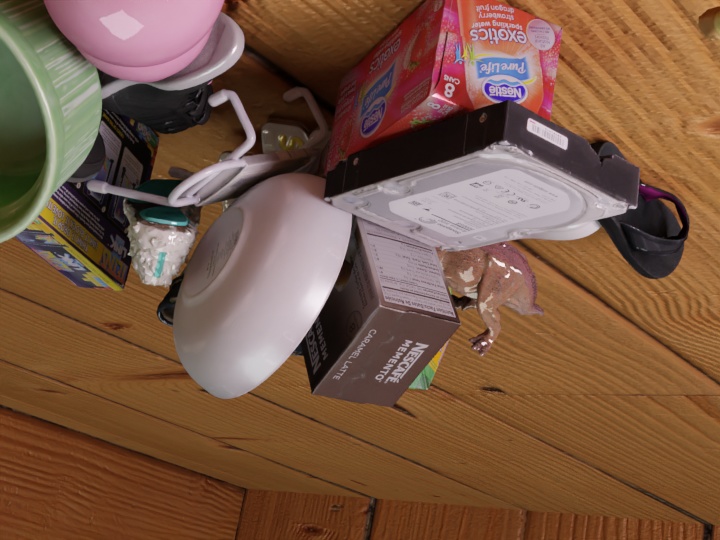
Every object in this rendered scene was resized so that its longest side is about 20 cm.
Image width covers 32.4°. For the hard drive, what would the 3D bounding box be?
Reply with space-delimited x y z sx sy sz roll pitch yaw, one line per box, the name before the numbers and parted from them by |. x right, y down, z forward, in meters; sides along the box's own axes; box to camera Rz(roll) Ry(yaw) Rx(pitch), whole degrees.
hard drive | 0.085 -0.062 0.918 0.139 0.038 0.200 21 160 -35

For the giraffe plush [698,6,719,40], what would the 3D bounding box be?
giraffe plush | 0.233 -0.203 0.559 0.162 0.201 0.173 -13 168 -23

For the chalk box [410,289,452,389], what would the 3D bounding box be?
chalk box | 0.015 0.005 1.277 0.123 0.125 0.201 3 128 22

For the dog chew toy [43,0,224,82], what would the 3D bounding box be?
dog chew toy | -0.155 -0.189 0.868 0.124 0.125 0.200 13 170 -4

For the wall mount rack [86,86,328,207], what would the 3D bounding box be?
wall mount rack | -0.126 -0.093 1.063 0.173 0.075 0.200 -32 172 30

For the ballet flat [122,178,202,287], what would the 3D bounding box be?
ballet flat | -0.174 -0.032 1.070 0.071 0.072 0.200 14 -167 -8

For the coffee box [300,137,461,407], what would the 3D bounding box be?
coffee box | 0.000 0.000 1.043 0.079 0.200 0.114 14 131 -29

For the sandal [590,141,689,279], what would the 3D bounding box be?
sandal | 0.256 -0.047 1.108 0.048 0.076 0.200 2 159 37

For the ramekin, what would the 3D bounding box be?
ramekin | -0.291 -0.127 0.918 0.199 0.098 0.201 8 119 15

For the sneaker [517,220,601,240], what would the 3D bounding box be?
sneaker | 0.126 -0.073 1.144 0.199 0.074 0.082 -6 138 35

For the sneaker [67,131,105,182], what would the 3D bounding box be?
sneaker | -0.251 -0.158 0.982 0.082 0.073 0.200 -10 123 27

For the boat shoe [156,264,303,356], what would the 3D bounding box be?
boat shoe | -0.092 0.048 1.122 0.199 0.062 0.075 19 140 19

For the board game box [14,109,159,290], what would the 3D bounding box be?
board game box | -0.261 -0.092 1.140 0.056 0.166 0.200 6 161 15

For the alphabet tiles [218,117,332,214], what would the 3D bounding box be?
alphabet tiles | -0.046 -0.046 1.182 0.195 0.015 0.201 11 122 18

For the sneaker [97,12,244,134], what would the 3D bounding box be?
sneaker | -0.143 -0.164 1.023 0.199 0.071 0.099 -6 163 42

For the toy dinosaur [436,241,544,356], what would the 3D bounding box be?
toy dinosaur | 0.103 -0.013 1.109 0.199 0.086 0.136 29 118 -13

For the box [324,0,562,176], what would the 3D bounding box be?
box | 0.058 -0.126 0.954 0.099 0.096 0.200 17 161 -20

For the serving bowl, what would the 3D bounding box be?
serving bowl | -0.093 0.000 1.006 0.066 0.201 0.200 33 154 -26
